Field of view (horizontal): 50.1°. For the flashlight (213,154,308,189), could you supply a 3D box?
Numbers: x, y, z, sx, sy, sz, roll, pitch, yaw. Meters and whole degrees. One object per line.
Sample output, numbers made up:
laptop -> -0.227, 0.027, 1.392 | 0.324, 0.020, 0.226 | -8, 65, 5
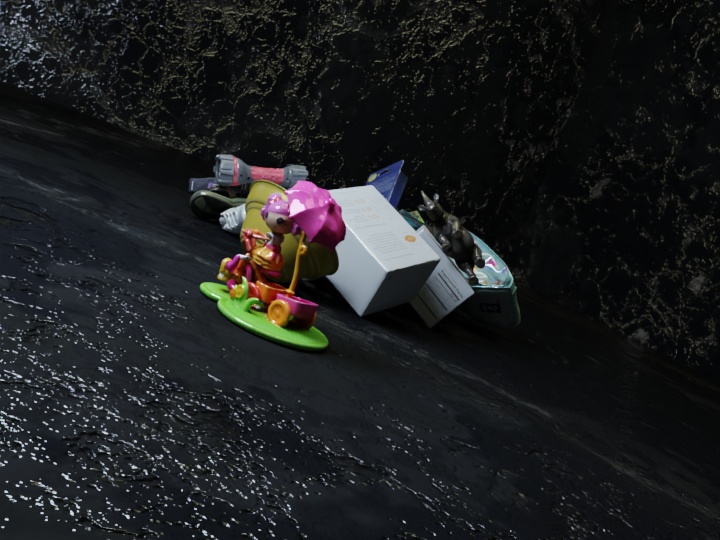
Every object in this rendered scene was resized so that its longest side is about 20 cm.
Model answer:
flashlight -> -0.211, -0.208, 1.643 | 0.197, 0.069, 0.068 | 2, 32, -23

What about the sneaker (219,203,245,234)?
sneaker -> -0.243, -0.098, 1.569 | 0.086, 0.076, 0.200 | -3, -1, -12

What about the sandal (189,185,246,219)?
sandal -> -0.295, -0.149, 1.648 | 0.200, 0.079, 0.058 | 0, 67, -62

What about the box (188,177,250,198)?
box -> -0.282, -0.169, 1.776 | 0.141, 0.037, 0.200 | 1, -13, 23

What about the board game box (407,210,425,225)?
board game box -> 0.042, -0.089, 1.713 | 0.197, 0.030, 0.096 | -9, 25, -4

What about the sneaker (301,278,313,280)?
sneaker -> -0.074, -0.036, 1.442 | 0.110, 0.078, 0.200 | -13, 12, -16

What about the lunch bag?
lunch bag -> 0.269, 0.032, 1.705 | 0.200, 0.122, 0.171 | 40, -18, 37

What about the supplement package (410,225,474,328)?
supplement package -> 0.133, 0.007, 1.529 | 0.156, 0.111, 0.200 | 51, 8, -1

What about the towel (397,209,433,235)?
towel -> 0.064, -0.047, 1.679 | 0.146, 0.199, 0.022 | 24, 40, -42

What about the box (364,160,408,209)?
box -> 0.035, -0.138, 1.644 | 0.032, 0.202, 0.120 | 37, -33, -27

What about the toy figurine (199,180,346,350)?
toy figurine -> -0.097, -0.025, 0.973 | 0.199, 0.186, 0.149 | 26, 8, 33

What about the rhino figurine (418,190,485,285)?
rhino figurine -> 0.165, -0.070, 1.428 | 0.200, 0.059, 0.088 | 51, 15, -22

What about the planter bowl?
planter bowl -> -0.135, -0.042, 1.248 | 0.200, 0.083, 0.201 | 36, -25, 20

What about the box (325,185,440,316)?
box -> 0.010, -0.039, 1.336 | 0.151, 0.107, 0.200 | -12, 54, -47
